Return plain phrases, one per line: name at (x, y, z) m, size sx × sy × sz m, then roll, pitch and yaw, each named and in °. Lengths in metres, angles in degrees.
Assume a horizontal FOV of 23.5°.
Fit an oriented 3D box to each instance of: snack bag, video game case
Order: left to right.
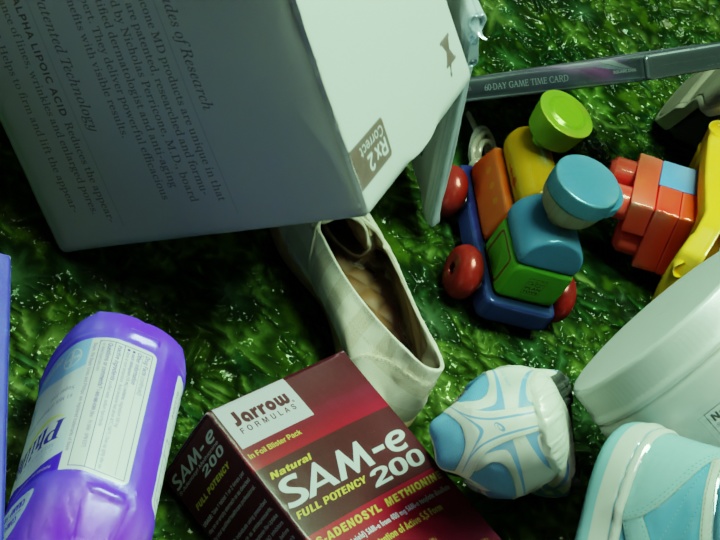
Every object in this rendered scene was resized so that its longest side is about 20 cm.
snack bag at (0.034, -0.152, 1.081) m, size 0.021 × 0.189 × 0.200 m, roll -4°, pitch 51°, yaw -12°
video game case at (0.156, -0.133, 1.156) m, size 0.143 × 0.200 × 0.019 m, roll -14°, pitch 99°, yaw -42°

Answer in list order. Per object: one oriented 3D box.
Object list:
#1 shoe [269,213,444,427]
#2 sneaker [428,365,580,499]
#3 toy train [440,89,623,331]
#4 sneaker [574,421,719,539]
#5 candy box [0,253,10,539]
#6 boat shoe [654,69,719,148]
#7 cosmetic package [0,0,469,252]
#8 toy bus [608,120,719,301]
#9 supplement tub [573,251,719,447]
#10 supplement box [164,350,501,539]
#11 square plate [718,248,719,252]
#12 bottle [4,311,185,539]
shoe at (0.000, 0.000, 1.007) m, size 0.070 × 0.053 × 0.200 m, roll 2°, pitch 50°, yaw -33°
sneaker at (0.078, 0.087, 0.912) m, size 0.072 × 0.200 × 0.072 m, roll -7°, pitch 79°, yaw 10°
toy train at (0.104, -0.071, 1.099) m, size 0.085 × 0.116 × 0.200 m, roll 15°, pitch 44°, yaw -23°
sneaker at (0.160, 0.175, 0.809) m, size 0.080 × 0.130 × 0.200 m, roll 21°, pitch 78°, yaw -52°
candy box at (-0.246, 0.069, 0.757) m, size 0.169 × 0.077 × 0.200 m, roll 15°, pitch 43°, yaw -24°
boat shoe at (0.272, -0.116, 1.221) m, size 0.063 × 0.200 × 0.073 m, roll 42°, pitch 82°, yaw -6°
cosmetic package at (-0.075, -0.126, 0.927) m, size 0.165 × 0.200 × 0.165 m, roll -55°, pitch 131°, yaw -51°
toy bus at (0.245, -0.003, 1.130) m, size 0.192 × 0.136 × 0.200 m, roll 16°, pitch 45°, yaw -2°
supplement tub at (0.224, 0.098, 0.922) m, size 0.200 × 0.132 × 0.132 m, roll 48°, pitch 41°, yaw 0°
supplement box at (0.007, 0.144, 0.866) m, size 0.109 × 0.061 × 0.200 m, roll -22°, pitch 65°, yaw -46°
square plate at (0.274, 0.097, 1.006) m, size 0.198 × 0.028 × 0.200 m, roll 22°, pitch 85°, yaw -4°
bottle at (-0.129, 0.112, 0.788) m, size 0.065 × 0.084 × 0.200 m, roll 24°, pitch 42°, yaw -16°
